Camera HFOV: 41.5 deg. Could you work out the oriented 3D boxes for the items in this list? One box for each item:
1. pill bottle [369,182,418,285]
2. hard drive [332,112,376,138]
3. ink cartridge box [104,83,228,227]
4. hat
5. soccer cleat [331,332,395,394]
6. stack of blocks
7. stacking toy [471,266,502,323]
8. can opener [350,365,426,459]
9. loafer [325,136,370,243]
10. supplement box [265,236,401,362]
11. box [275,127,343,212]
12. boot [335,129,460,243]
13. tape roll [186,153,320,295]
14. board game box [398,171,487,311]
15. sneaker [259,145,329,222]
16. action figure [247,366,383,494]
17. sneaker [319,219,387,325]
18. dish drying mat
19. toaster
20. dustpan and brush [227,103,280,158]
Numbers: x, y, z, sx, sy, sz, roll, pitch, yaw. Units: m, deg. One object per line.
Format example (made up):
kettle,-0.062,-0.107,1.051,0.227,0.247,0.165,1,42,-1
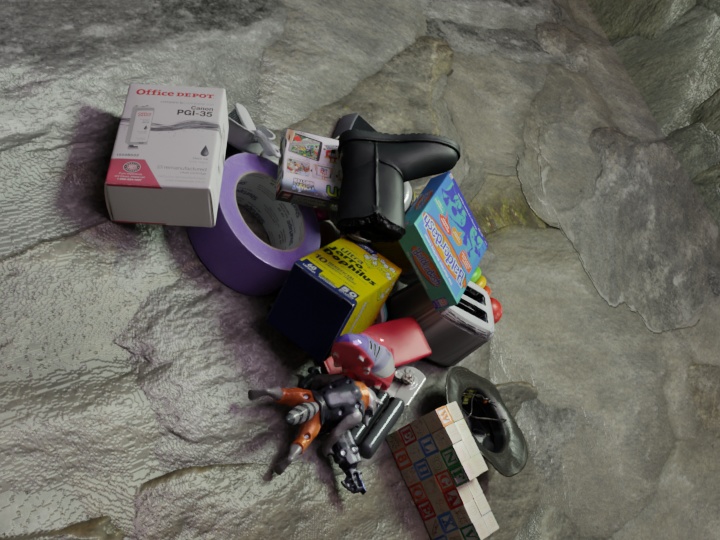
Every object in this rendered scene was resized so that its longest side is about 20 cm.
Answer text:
pill bottle,0.064,-0.066,1.631,0.201,0.111,0.113,58,25,-46
hard drive,0.003,-0.201,1.766,0.135,0.042,0.201,39,39,-22
ink cartridge box,-0.267,-0.164,1.331,0.144,0.083,0.202,2,52,-2
hat,0.187,0.265,1.590,0.200,0.081,0.202,36,32,-26
soccer cleat,0.007,0.120,1.389,0.200,0.066,0.077,54,46,-61
stack of blocks,0.134,0.319,1.453,0.058,0.115,0.202,-10,71,-52
stacking toy,0.206,0.018,1.807,0.201,0.085,0.085,53,35,-10
can opener,0.042,0.218,1.469,0.052,0.067,0.200,22,40,18
loafer,-0.023,-0.134,1.515,0.073,0.071,0.202,4,52,-50
supplement box,-0.036,0.036,1.430,0.108,0.110,0.200,34,24,11
box,-0.029,-0.145,1.466,0.197,0.035,0.111,11,65,-17
boot,0.058,-0.120,1.424,0.197,0.077,0.170,4,64,-12
tape roll,-0.161,-0.070,1.437,0.199,0.085,0.202,30,43,-31
board game box,0.136,-0.052,1.558,0.153,0.045,0.200,60,34,-18
sneaker,-0.092,-0.148,1.580,0.199,0.081,0.089,32,37,-38
action figure,-0.043,0.219,1.334,0.192,0.105,0.201,-15,68,-40
sneaker,0.000,0.000,1.582,0.080,0.071,0.202,-16,76,-51
dish drying mat,0.020,0.126,1.506,0.198,0.018,0.078,-13,70,-34
toaster,0.138,0.077,1.635,0.199,0.129,0.115,28,43,-33
dustpan and brush,-0.175,-0.217,1.496,0.139,0.057,0.201,19,28,-41
